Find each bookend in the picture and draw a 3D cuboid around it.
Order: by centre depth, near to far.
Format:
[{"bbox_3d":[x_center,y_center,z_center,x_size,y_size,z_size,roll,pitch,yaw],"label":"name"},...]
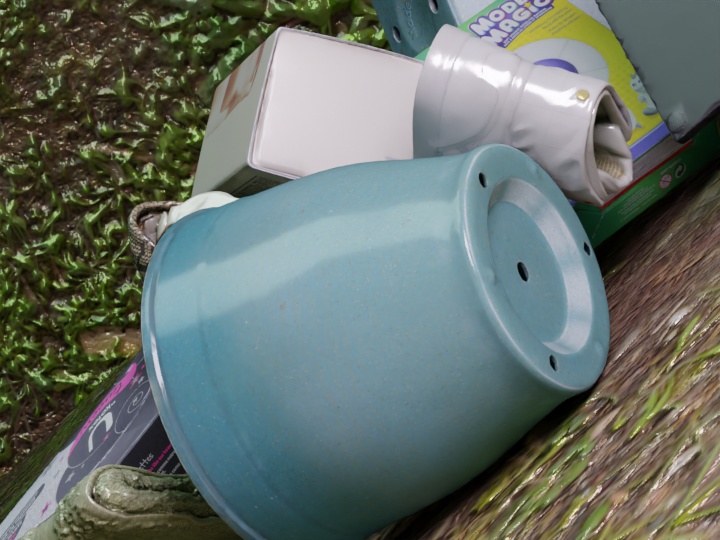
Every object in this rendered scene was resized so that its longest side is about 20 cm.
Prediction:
[{"bbox_3d":[0.218,-0.145,1.339,0.092,0.200,0.199,-42,-37,24],"label":"bookend"}]

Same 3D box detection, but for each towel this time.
[{"bbox_3d":[-0.105,0.157,1.388,0.199,0.037,0.148,7,-33,-38],"label":"towel"}]

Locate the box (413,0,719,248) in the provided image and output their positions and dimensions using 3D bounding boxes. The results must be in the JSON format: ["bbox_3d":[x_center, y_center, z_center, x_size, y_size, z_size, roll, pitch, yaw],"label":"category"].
[{"bbox_3d":[0.109,-0.103,1.459,0.117,0.049,0.200,-36,46,-16],"label":"box"}]

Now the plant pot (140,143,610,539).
[{"bbox_3d":[0.021,0.030,1.266,0.187,0.201,0.200,-23,18,31],"label":"plant pot"}]

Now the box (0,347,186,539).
[{"bbox_3d":[-0.149,0.165,1.571,0.200,0.114,0.132,-49,19,10],"label":"box"}]

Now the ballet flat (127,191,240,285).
[{"bbox_3d":[-0.049,-0.014,1.422,0.198,0.076,0.068,3,53,21],"label":"ballet flat"}]

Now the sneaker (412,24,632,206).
[{"bbox_3d":[0.091,-0.051,1.329,0.200,0.115,0.074,83,-152,-65],"label":"sneaker"}]

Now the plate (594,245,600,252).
[{"bbox_3d":[0.101,0.002,1.544,0.200,0.032,0.200,-41,8,40],"label":"plate"}]

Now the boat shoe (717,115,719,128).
[{"bbox_3d":[0.211,-0.135,1.537,0.072,0.065,0.200,-45,7,6],"label":"boat shoe"}]

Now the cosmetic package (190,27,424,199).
[{"bbox_3d":[-0.033,-0.079,1.479,0.200,0.102,0.088,162,121,-74],"label":"cosmetic package"}]

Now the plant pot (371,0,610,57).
[{"bbox_3d":[0.118,-0.206,1.701,0.199,0.198,0.196,-22,-3,-22],"label":"plant pot"}]
